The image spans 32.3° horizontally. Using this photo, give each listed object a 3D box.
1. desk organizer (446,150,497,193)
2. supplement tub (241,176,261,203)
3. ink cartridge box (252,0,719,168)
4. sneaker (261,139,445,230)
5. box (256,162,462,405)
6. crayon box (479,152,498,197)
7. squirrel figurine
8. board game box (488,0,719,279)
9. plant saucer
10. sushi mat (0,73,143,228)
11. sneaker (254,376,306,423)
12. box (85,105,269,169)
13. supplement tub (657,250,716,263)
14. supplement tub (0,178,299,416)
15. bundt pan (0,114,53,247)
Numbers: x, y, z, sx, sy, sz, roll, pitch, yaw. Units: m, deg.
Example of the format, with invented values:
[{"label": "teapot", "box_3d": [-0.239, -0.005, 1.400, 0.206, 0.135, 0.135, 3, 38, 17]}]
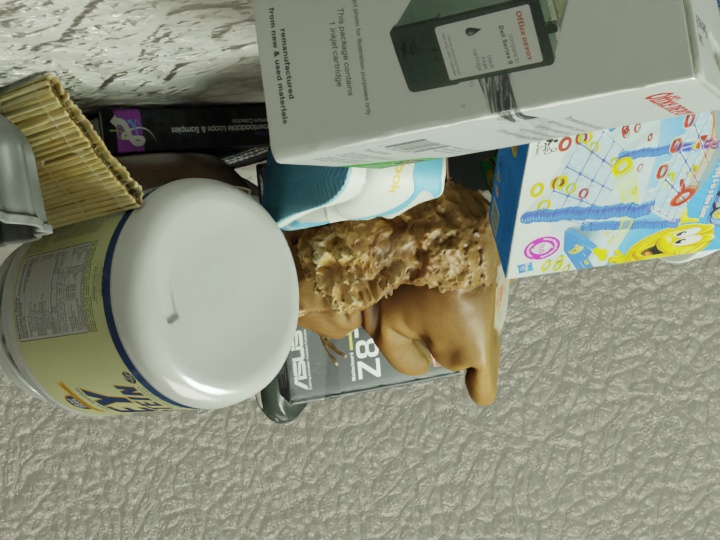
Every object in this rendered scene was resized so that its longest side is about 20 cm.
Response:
[{"label": "desk organizer", "box_3d": [0.046, -0.102, 1.125, 0.196, 0.078, 0.072, -8, 180, 2]}, {"label": "supplement tub", "box_3d": [-0.150, -0.022, 1.134, 0.143, 0.148, 0.199, -7, -166, -26]}, {"label": "ink cartridge box", "box_3d": [0.069, -0.106, 0.599, 0.197, 0.086, 0.146, -8, 179, 22]}, {"label": "sneaker", "box_3d": [-0.014, -0.062, 0.834, 0.079, 0.078, 0.199, 6, -179, -23]}, {"label": "box", "box_3d": [0.000, 0.000, 1.059, 0.158, 0.204, 0.049, -7, -172, -15]}, {"label": "crayon box", "box_3d": [0.198, -0.105, 0.959, 0.198, 0.059, 0.119, -27, -178, -4]}, {"label": "squirrel figurine", "box_3d": [0.015, -0.001, 0.942, 0.183, 0.144, 0.201, 6, 154, 17]}, {"label": "board game box", "box_3d": [0.188, -0.085, 0.784, 0.192, 0.057, 0.201, -8, 145, -5]}, {"label": "plant saucer", "box_3d": [-0.181, -0.060, 0.929, 0.196, 0.033, 0.200, -8, 180, 0]}, {"label": "sushi mat", "box_3d": [-0.225, -0.066, 0.801, 0.198, 0.096, 0.012, -8, -145, 44]}, {"label": "sneaker", "box_3d": [-0.030, 0.046, 1.117, 0.084, 0.203, 0.074, 19, 173, 41]}, {"label": "box", "box_3d": [-0.147, -0.098, 0.968, 0.198, 0.037, 0.142, -9, -179, -40]}, {"label": "supplement tub", "box_3d": [0.337, -0.098, 1.109, 0.198, 0.134, 0.132, -22, -175, -24]}, {"label": "supplement tub", "box_3d": [-0.153, 0.024, 0.846, 0.144, 0.148, 0.198, -7, 178, -45]}, {"label": "bundt pan", "box_3d": [-0.280, -0.055, 0.713, 0.198, 0.077, 0.202, -4, 176, 0]}]
